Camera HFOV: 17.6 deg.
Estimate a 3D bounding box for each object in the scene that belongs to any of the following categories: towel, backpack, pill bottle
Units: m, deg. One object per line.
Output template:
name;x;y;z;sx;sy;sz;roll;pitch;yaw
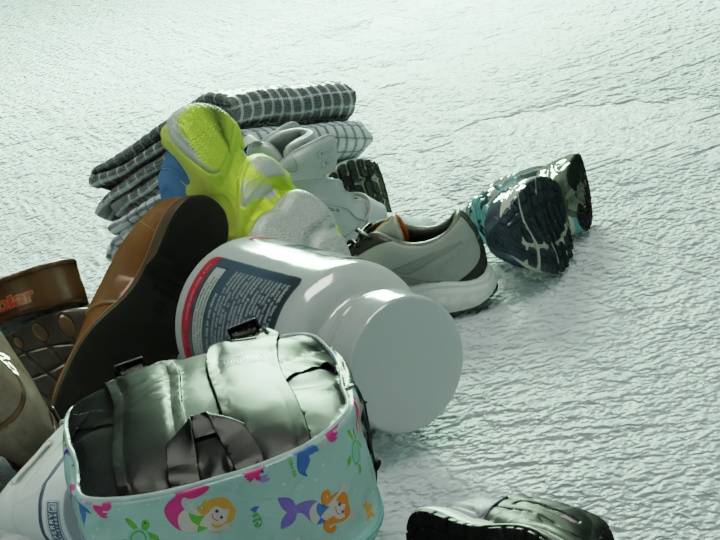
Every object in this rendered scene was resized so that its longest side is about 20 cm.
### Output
towel;-0.113;-0.089;1.947;0.200;0.086;0.165;-31;-11;36
backpack;-0.073;0.125;1.291;0.177;0.151;0.200;-16;10;-5
pill bottle;-0.026;0.047;1.558;0.119;0.120;0.200;-22;20;-30

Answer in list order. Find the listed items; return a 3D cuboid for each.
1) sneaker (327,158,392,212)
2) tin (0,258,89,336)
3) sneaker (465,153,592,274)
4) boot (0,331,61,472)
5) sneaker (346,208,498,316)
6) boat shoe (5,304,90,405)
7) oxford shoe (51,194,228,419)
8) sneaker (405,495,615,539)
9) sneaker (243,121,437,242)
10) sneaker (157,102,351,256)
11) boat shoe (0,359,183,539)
sneaker;-0.057;-0.041;1.930;0.200;0.079;0.090;-27;19;-40
tin;-0.264;0.033;1.788;0.112;0.042;0.200;-17;-5;-6
sneaker;0.122;-0.036;1.818;0.086;0.078;0.200;-12;7;21
boot;-0.263;0.069;1.600;0.070;0.146;0.200;-37;27;1
sneaker;0.000;0.000;1.759;0.200;0.080;0.074;-11;19;8
boat shoe;-0.190;0.058;1.744;0.200;0.075;0.073;-19;-5;-11
oxford shoe;-0.168;0.035;1.679;0.071;0.071;0.200;4;57;52
sneaker;0.109;0.152;1.220;0.087;0.076;0.200;-14;16;-27
sneaker;-0.016;-0.056;1.834;0.199;0.115;0.075;-4;15;-29
sneaker;-0.083;-0.029;1.742;0.076;0.200;0.105;-25;-20;-34
boat shoe;-0.171;0.113;1.526;0.065;0.074;0.200;1;20;25
